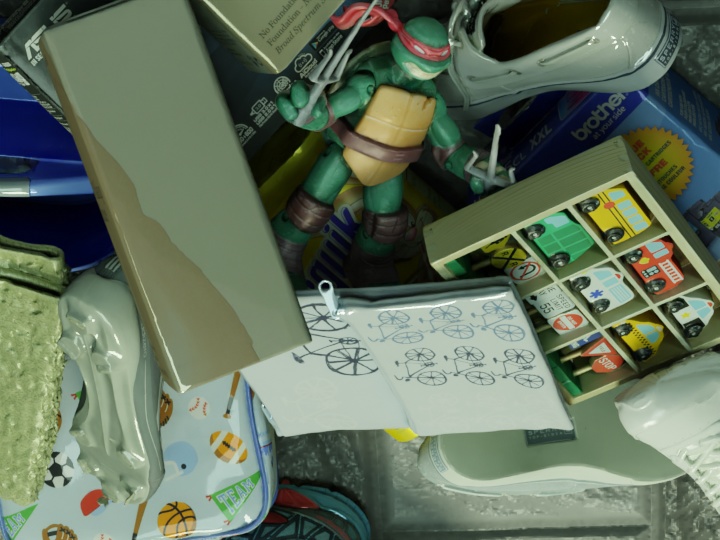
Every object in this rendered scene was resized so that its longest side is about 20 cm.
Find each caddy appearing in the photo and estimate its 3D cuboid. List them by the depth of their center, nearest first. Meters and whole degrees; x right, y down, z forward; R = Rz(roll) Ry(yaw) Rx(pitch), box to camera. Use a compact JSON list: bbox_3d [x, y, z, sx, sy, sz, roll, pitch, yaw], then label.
[{"bbox_3d":[-0.218,-0.074,1.252,0.199,0.105,0.142,4,121,0],"label":"caddy"}]

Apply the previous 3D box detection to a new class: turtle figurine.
[{"bbox_3d":[0.015,-0.070,1.158,0.149,0.101,0.201,17,125,-13],"label":"turtle figurine"}]

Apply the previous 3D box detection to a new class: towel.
[{"bbox_3d":[-0.248,0.052,1.271,0.148,0.037,0.201,18,126,7],"label":"towel"}]

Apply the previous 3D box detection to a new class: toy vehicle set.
[{"bbox_3d":[0.135,0.006,1.193,0.124,0.027,0.200,-25,143,17],"label":"toy vehicle set"}]

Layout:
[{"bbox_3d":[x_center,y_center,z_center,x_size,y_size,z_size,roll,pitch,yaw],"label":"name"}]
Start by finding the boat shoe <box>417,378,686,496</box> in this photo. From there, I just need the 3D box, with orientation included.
[{"bbox_3d":[0.131,0.113,1.366,0.200,0.071,0.071,-1,167,-20],"label":"boat shoe"}]

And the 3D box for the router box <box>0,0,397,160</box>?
[{"bbox_3d":[-0.093,-0.146,1.180,0.150,0.062,0.200,44,84,-18],"label":"router box"}]

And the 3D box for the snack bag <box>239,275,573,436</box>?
[{"bbox_3d":[0.014,0.057,1.221,0.199,0.022,0.189,-3,152,15],"label":"snack bag"}]

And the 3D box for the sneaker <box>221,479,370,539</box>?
[{"bbox_3d":[-0.093,0.188,1.403,0.199,0.096,0.080,1,120,2],"label":"sneaker"}]

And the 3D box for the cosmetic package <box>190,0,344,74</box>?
[{"bbox_3d":[-0.090,-0.209,1.101,0.200,0.073,0.104,42,85,-18],"label":"cosmetic package"}]

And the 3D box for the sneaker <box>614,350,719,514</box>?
[{"bbox_3d":[0.231,0.112,1.292,0.078,0.100,0.200,-29,153,30],"label":"sneaker"}]

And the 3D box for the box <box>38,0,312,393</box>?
[{"bbox_3d":[-0.100,-0.044,1.097,0.077,0.095,0.201,-21,94,-9],"label":"box"}]

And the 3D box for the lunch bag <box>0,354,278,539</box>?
[{"bbox_3d":[-0.148,0.102,1.354,0.199,0.076,0.161,-9,94,6],"label":"lunch bag"}]

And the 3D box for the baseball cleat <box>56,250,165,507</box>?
[{"bbox_3d":[-0.130,0.060,1.253,0.070,0.106,0.201,30,146,20],"label":"baseball cleat"}]

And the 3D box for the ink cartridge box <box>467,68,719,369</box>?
[{"bbox_3d":[0.158,-0.053,1.267,0.200,0.076,0.136,37,115,-16],"label":"ink cartridge box"}]

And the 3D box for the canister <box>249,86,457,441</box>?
[{"bbox_3d":[0.000,0.000,1.298,0.200,0.087,0.148,40,114,-20],"label":"canister"}]

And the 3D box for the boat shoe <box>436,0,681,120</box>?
[{"bbox_3d":[0.078,-0.135,1.171,0.201,0.075,0.086,2,158,47],"label":"boat shoe"}]
